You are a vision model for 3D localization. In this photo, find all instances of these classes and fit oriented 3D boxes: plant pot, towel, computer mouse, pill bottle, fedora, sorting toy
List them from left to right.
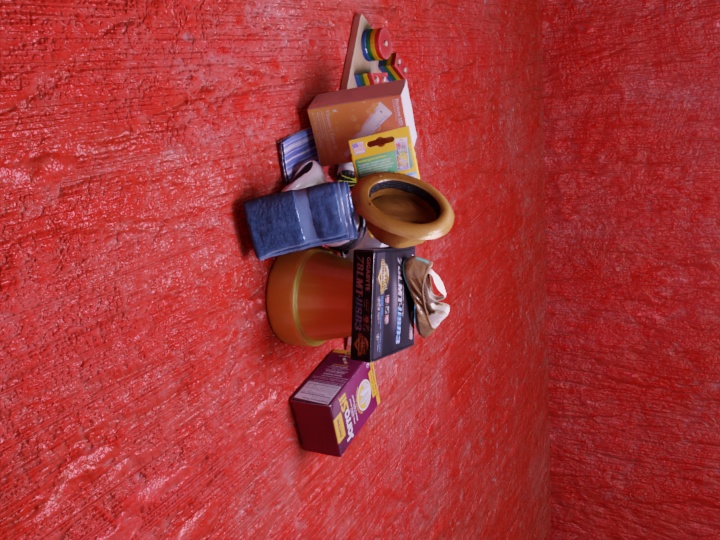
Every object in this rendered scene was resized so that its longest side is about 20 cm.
[{"bbox_3d":[-0.120,-0.139,1.387,0.201,0.043,0.111,-54,132,-31],"label":"computer mouse"},{"bbox_3d":[-0.108,-0.091,1.294,0.049,0.196,0.114,-102,-179,-65],"label":"towel"},{"bbox_3d":[-0.109,-0.179,1.466,0.145,0.023,0.204,-40,127,-55],"label":"towel"},{"bbox_3d":[-0.055,0.053,1.417,0.200,0.185,0.206,-14,106,-61],"label":"plant pot"},{"bbox_3d":[-0.042,-0.094,1.438,0.200,0.104,0.109,23,71,-84],"label":"pill bottle"},{"bbox_3d":[0.041,-0.455,1.678,0.198,0.068,0.204,33,64,-59],"label":"sorting toy"},{"bbox_3d":[0.073,-0.101,1.343,0.201,0.198,0.083,-54,166,-45],"label":"fedora"}]

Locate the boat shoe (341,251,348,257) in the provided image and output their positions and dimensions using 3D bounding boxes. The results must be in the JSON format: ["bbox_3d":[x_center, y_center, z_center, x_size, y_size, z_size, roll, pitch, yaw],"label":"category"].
[{"bbox_3d":[-0.009,-0.057,1.615,0.071,0.071,0.203,-58,143,-49],"label":"boat shoe"}]

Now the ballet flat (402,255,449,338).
[{"bbox_3d":[0.136,0.057,1.411,0.068,0.071,0.203,-59,143,-47],"label":"ballet flat"}]

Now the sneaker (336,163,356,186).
[{"bbox_3d":[0.009,-0.220,1.637,0.200,0.074,0.078,29,58,-66],"label":"sneaker"}]

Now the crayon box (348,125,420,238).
[{"bbox_3d":[0.056,-0.178,1.422,0.052,0.123,0.204,-95,172,-68],"label":"crayon box"}]

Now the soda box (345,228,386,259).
[{"bbox_3d":[0.000,0.000,1.558,0.063,0.068,0.203,11,110,-61],"label":"soda box"}]

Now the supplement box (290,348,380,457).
[{"bbox_3d":[-0.049,0.277,1.538,0.200,0.101,0.133,-45,132,-51],"label":"supplement box"}]

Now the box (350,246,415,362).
[{"bbox_3d":[0.047,0.057,1.365,0.197,0.049,0.205,-6,99,-61],"label":"box"}]

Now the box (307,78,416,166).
[{"bbox_3d":[0.006,-0.300,1.469,0.098,0.196,0.126,-72,152,-58],"label":"box"}]

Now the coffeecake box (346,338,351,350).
[{"bbox_3d":[0.043,0.094,1.681,0.153,0.072,0.204,-27,131,-59],"label":"coffeecake box"}]
